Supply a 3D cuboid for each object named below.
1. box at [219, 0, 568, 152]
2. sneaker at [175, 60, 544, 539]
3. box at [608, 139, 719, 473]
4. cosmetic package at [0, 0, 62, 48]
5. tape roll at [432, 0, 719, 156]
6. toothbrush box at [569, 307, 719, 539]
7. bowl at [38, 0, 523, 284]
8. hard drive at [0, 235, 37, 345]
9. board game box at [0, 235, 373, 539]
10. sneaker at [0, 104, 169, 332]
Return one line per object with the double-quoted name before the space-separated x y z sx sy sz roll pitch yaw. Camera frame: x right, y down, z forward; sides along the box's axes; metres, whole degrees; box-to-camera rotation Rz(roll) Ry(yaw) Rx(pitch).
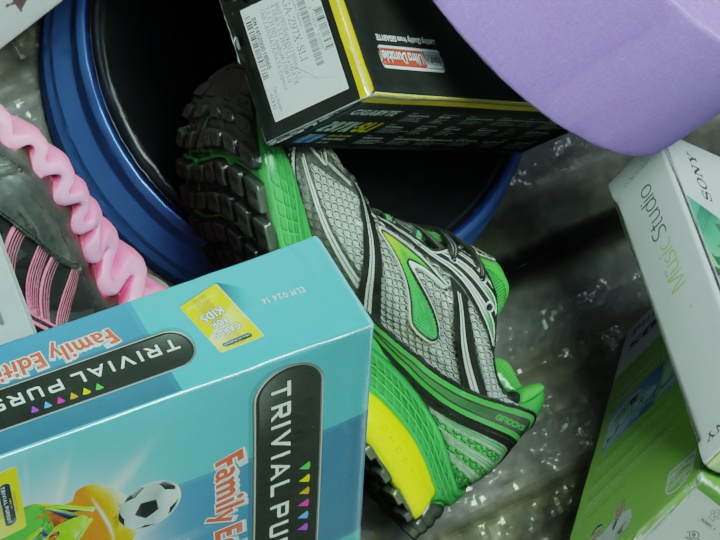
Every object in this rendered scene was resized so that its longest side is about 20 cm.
"box" 0.009 -0.124 0.968 0.200 0.049 0.160 -2 70 -61
"sneaker" 0.000 0.000 0.982 0.085 0.078 0.200 -38 125 -12
"box" 0.190 0.038 0.977 0.200 0.036 0.145 20 36 -29
"cosmetic package" -0.163 -0.120 0.927 0.200 0.101 0.071 -39 49 -5
"tape roll" 0.076 -0.141 0.944 0.200 0.066 0.200 38 33 -30
"toothbrush box" 0.165 0.090 1.002 0.146 0.086 0.200 39 29 -7
"bowl" -0.024 -0.081 1.050 0.200 0.039 0.201 6 73 -20
"hard drive" -0.205 0.038 0.871 0.200 0.132 0.027 -20 38 -6
"board game box" -0.096 0.084 0.900 0.200 0.151 0.047 -19 51 -19
"sneaker" -0.132 0.005 0.927 0.095 0.079 0.200 -48 134 -12
